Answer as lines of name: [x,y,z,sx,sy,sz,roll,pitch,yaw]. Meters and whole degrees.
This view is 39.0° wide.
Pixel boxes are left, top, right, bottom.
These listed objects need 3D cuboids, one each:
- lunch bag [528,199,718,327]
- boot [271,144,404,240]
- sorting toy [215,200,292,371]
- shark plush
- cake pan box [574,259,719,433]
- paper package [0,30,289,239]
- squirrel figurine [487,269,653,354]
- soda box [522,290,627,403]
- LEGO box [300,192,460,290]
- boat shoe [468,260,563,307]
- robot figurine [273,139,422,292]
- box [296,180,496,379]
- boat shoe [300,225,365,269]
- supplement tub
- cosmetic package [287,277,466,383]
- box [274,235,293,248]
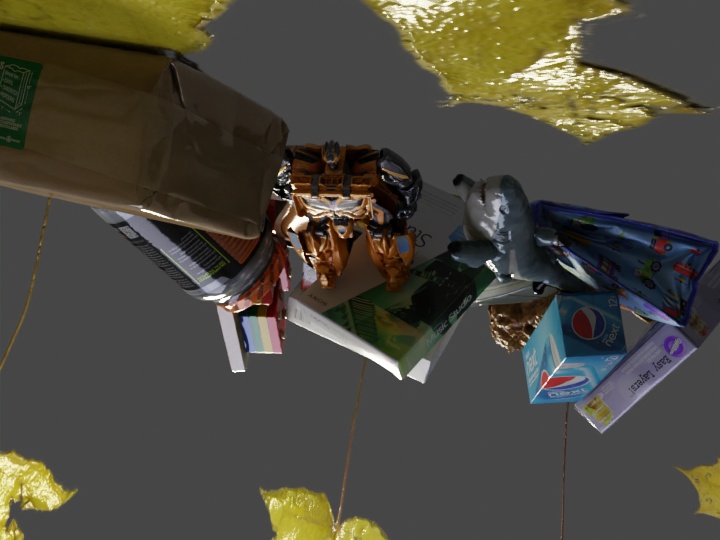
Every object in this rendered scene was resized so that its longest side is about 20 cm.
lunch bag: [0.240,-0.025,1.058,0.199,0.094,0.151,21,-177,-4]
boot: [-0.018,-0.076,1.055,0.155,0.077,0.200,6,160,18]
sorting toy: [-0.133,-0.011,1.290,0.069,0.199,0.200,-1,-136,4]
shark plush: [0.158,-0.017,0.957,0.083,0.091,0.200,-18,128,35]
cake pan box: [0.354,0.081,1.179,0.052,0.184,0.200,46,-137,10]
paper package: [-0.184,-0.097,0.734,0.199,0.104,0.191,13,179,19]
squirrel figurine: [0.258,0.031,1.222,0.186,0.142,0.200,5,-147,26]
soda box: [0.223,0.086,1.080,0.064,0.068,0.200,-4,160,-2]
LEGO box: [0.035,-0.030,1.241,0.199,0.077,0.149,12,139,3]
boat shoe: [0.134,0.005,1.107,0.074,0.065,0.202,1,173,-39]
robot figurine: [-0.010,-0.049,0.944,0.144,0.058,0.200,2,152,12]
box: [0.052,0.003,1.045,0.144,0.200,0.036,29,155,35]
boat shoe: [0.000,0.000,1.132,0.200,0.072,0.068,23,-139,36]
supplement tub: [-0.177,-0.052,1.070,0.200,0.123,0.122,47,161,-31]
cosmetic package: [0.028,0.039,1.314,0.199,0.052,0.151,24,-132,13]
box: [-0.106,-0.086,1.466,0.199,0.105,0.148,13,-179,14]
